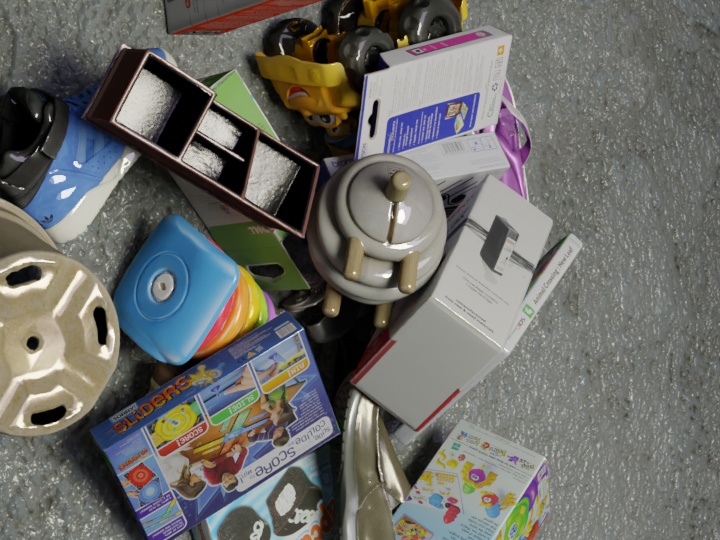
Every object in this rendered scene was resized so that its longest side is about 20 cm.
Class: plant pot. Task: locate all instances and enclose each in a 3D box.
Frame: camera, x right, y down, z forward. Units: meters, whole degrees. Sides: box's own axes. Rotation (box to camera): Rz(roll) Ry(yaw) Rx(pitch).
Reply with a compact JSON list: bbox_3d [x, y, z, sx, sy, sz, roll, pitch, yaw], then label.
[{"bbox_3d":[-0.279,0.044,1.137,0.199,0.183,0.203,-4,97,-33],"label":"plant pot"}]

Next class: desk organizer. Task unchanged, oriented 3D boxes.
[{"bbox_3d":[-0.122,-0.105,1.242,0.199,0.077,0.072,31,85,-26],"label":"desk organizer"}]

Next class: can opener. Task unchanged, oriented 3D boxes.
[{"bbox_3d":[0.000,0.000,1.481,0.200,0.052,0.067,-40,113,-37],"label":"can opener"}]

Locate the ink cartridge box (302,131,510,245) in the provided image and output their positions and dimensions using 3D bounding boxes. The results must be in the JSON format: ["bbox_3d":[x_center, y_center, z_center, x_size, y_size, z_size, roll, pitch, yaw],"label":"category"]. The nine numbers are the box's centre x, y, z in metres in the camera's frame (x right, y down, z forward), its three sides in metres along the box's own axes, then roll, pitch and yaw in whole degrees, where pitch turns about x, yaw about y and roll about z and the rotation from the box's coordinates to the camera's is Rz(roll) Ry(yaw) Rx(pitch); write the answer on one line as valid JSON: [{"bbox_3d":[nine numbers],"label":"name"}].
[{"bbox_3d":[0.039,-0.080,1.451,0.198,0.094,0.045,-11,67,-31],"label":"ink cartridge box"}]

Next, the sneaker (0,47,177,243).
[{"bbox_3d":[-0.239,-0.134,1.271,0.111,0.076,0.201,47,66,-38],"label":"sneaker"}]

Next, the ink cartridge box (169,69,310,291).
[{"bbox_3d":[-0.108,-0.078,1.361,0.059,0.103,0.201,-46,115,-31],"label":"ink cartridge box"}]

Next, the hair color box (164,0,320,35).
[{"bbox_3d":[-0.099,-0.275,1.319,0.061,0.199,0.103,-8,92,-40],"label":"hair color box"}]

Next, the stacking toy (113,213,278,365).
[{"bbox_3d":[-0.118,0.040,1.360,0.110,0.116,0.199,-57,144,5],"label":"stacking toy"}]

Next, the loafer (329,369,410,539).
[{"bbox_3d":[0.010,0.192,1.404,0.069,0.075,0.203,-1,98,-11],"label":"loafer"}]

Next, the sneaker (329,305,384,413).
[{"bbox_3d":[0.023,0.061,1.490,0.104,0.060,0.202,18,79,-42],"label":"sneaker"}]

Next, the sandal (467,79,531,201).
[{"bbox_3d":[0.156,-0.142,1.622,0.082,0.050,0.205,-22,101,-39],"label":"sandal"}]

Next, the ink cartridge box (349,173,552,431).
[{"bbox_3d":[0.087,0.027,1.386,0.083,0.144,0.201,37,41,-6],"label":"ink cartridge box"}]

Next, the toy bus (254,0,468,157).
[{"bbox_3d":[0.013,-0.168,1.468,0.199,0.135,0.194,-31,122,-35],"label":"toy bus"}]

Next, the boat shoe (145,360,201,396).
[{"bbox_3d":[-0.117,0.130,1.374,0.199,0.072,0.077,13,105,-39],"label":"boat shoe"}]

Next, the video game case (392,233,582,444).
[{"bbox_3d":[0.124,0.068,1.475,0.022,0.200,0.182,41,47,-1],"label":"video game case"}]

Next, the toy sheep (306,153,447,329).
[{"bbox_3d":[0.015,-0.033,1.301,0.136,0.200,0.139,6,68,-16],"label":"toy sheep"}]

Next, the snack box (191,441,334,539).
[{"bbox_3d":[-0.064,0.239,1.419,0.199,0.037,0.117,-25,104,-39],"label":"snack box"}]

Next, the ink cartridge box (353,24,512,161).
[{"bbox_3d":[0.061,-0.164,1.402,0.199,0.037,0.096,-23,131,-41],"label":"ink cartridge box"}]

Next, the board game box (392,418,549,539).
[{"bbox_3d":[0.095,0.268,1.487,0.200,0.104,0.104,-51,149,-30],"label":"board game box"}]

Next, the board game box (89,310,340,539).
[{"bbox_3d":[-0.122,0.141,1.306,0.199,0.034,0.136,-31,131,-16],"label":"board game box"}]
